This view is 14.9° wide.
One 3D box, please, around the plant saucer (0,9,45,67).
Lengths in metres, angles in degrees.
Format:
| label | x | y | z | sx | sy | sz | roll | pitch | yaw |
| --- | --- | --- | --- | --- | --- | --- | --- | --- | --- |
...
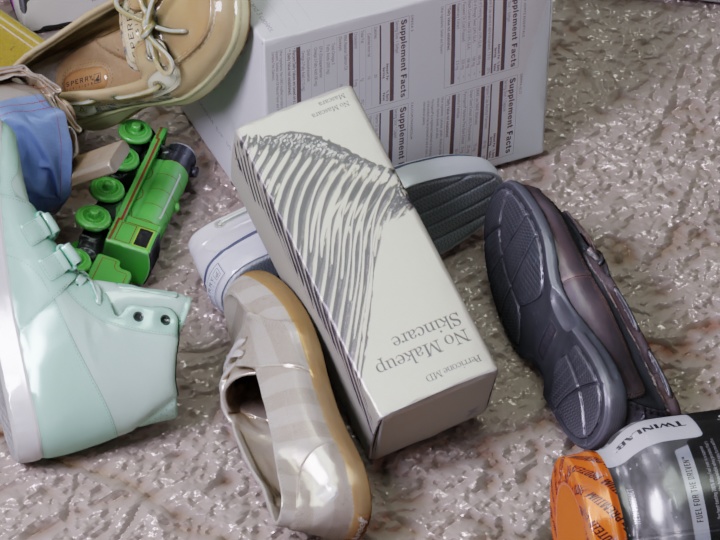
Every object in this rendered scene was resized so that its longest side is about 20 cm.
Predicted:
| label | x | y | z | sx | sy | sz | roll | pitch | yaw |
| --- | --- | --- | --- | --- | --- | --- | --- | --- | --- |
| plant saucer | -0.295 | -0.129 | 1.811 | 0.200 | 0.049 | 0.200 | -32 | 50 | -32 |

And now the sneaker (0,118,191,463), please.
| label | x | y | z | sx | sy | sz | roll | pitch | yaw |
| --- | --- | --- | --- | --- | --- | --- | --- | --- | --- |
| sneaker | -0.162 | 0.002 | 1.588 | 0.118 | 0.074 | 0.202 | -11 | 85 | -14 |

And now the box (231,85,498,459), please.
| label | x | y | z | sx | sy | sz | roll | pitch | yaw |
| --- | --- | --- | --- | --- | --- | --- | --- | --- | --- |
| box | 0.000 | 0.000 | 1.592 | 0.082 | 0.068 | 0.201 | -23 | 69 | -15 |

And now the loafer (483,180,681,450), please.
| label | x | y | z | sx | sy | sz | roll | pitch | yaw |
| --- | --- | --- | --- | --- | --- | --- | --- | --- | --- |
| loafer | 0.129 | 0.028 | 1.634 | 0.063 | 0.072 | 0.201 | 4 | 43 | -27 |

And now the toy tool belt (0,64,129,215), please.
| label | x | y | z | sx | sy | sz | roll | pitch | yaw |
| --- | --- | --- | --- | --- | --- | --- | --- | --- | --- |
| toy tool belt | -0.244 | -0.043 | 1.652 | 0.123 | 0.125 | 0.200 | 21 | 44 | 40 |

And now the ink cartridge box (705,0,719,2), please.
| label | x | y | z | sx | sy | sz | roll | pitch | yaw |
| --- | --- | --- | --- | --- | --- | --- | --- | --- | --- |
| ink cartridge box | 0.196 | -0.269 | 1.953 | 0.199 | 0.084 | 0.145 | 8 | 41 | 8 |

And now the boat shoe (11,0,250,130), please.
| label | x | y | z | sx | sy | sz | roll | pitch | yaw |
| --- | --- | --- | --- | --- | --- | --- | --- | --- | --- |
| boat shoe | -0.142 | -0.134 | 1.694 | 0.062 | 0.200 | 0.074 | 7 | 67 | -40 |

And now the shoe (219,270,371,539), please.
| label | x | y | z | sx | sy | sz | roll | pitch | yaw |
| --- | --- | --- | --- | --- | --- | --- | --- | --- | --- |
| shoe | -0.049 | 0.073 | 1.563 | 0.053 | 0.070 | 0.200 | -6 | 43 | -20 |

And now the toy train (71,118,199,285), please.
| label | x | y | z | sx | sy | sz | roll | pitch | yaw |
| --- | --- | --- | --- | --- | --- | --- | --- | --- | --- |
| toy train | -0.148 | -0.023 | 1.699 | 0.056 | 0.042 | 0.200 | 17 | 42 | 3 |

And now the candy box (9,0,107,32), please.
| label | x | y | z | sx | sy | sz | roll | pitch | yaw |
| --- | --- | --- | --- | --- | --- | --- | --- | --- | --- |
| candy box | -0.146 | -0.249 | 1.885 | 0.199 | 0.137 | 0.061 | -12 | 41 | -15 |

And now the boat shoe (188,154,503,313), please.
| label | x | y | z | sx | sy | sz | roll | pitch | yaw |
| --- | --- | --- | --- | --- | --- | --- | --- | --- | --- |
| boat shoe | -0.011 | -0.037 | 1.689 | 0.199 | 0.074 | 0.067 | -19 | 47 | -20 |

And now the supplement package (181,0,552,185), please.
| label | x | y | z | sx | sy | sz | roll | pitch | yaw |
| --- | --- | --- | --- | --- | --- | --- | --- | --- | --- |
| supplement package | 0.000 | -0.149 | 1.760 | 0.199 | 0.151 | 0.152 | -16 | 43 | -19 |

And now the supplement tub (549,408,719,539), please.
| label | x | y | z | sx | sy | sz | roll | pitch | yaw |
| --- | --- | --- | --- | --- | --- | --- | --- | --- | --- |
| supplement tub | 0.207 | 0.132 | 1.460 | 0.199 | 0.123 | 0.123 | -6 | 41 | -10 |
